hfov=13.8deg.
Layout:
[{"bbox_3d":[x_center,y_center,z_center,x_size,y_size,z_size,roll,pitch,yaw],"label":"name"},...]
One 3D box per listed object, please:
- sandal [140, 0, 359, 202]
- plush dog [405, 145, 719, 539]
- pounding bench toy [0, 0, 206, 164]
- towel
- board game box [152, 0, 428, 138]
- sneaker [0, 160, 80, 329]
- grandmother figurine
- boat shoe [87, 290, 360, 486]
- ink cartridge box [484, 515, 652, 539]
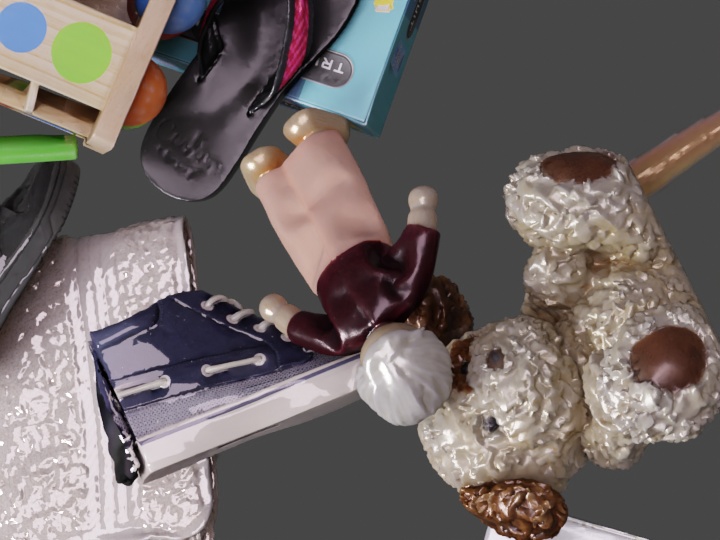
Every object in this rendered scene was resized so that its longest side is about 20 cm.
[{"bbox_3d":[-0.060,-0.130,1.686,0.075,0.045,0.200,29,89,13],"label":"sandal"},{"bbox_3d":[0.110,0.058,1.627,0.172,0.161,0.200,-27,53,6],"label":"plush dog"},{"bbox_3d":[-0.186,-0.112,1.652,0.156,0.124,0.200,23,88,-7],"label":"pounding bench toy"},{"bbox_3d":[-0.153,0.074,1.733,0.132,0.034,0.200,-8,81,9],"label":"towel"},{"bbox_3d":[-0.028,-0.196,1.736,0.151,0.047,0.200,19,87,13],"label":"board game box"},{"bbox_3d":[-0.248,0.002,1.696,0.104,0.060,0.200,31,82,-13],"label":"sneaker"},{"bbox_3d":[0.000,0.000,1.635,0.121,0.061,0.200,-45,49,27],"label":"grandmother figurine"},{"bbox_3d":[-0.059,0.044,1.679,0.200,0.075,0.093,-21,82,-14],"label":"boat shoe"},{"bbox_3d":[0.102,0.237,1.655,0.109,0.050,0.200,16,87,12],"label":"ink cartridge box"}]
